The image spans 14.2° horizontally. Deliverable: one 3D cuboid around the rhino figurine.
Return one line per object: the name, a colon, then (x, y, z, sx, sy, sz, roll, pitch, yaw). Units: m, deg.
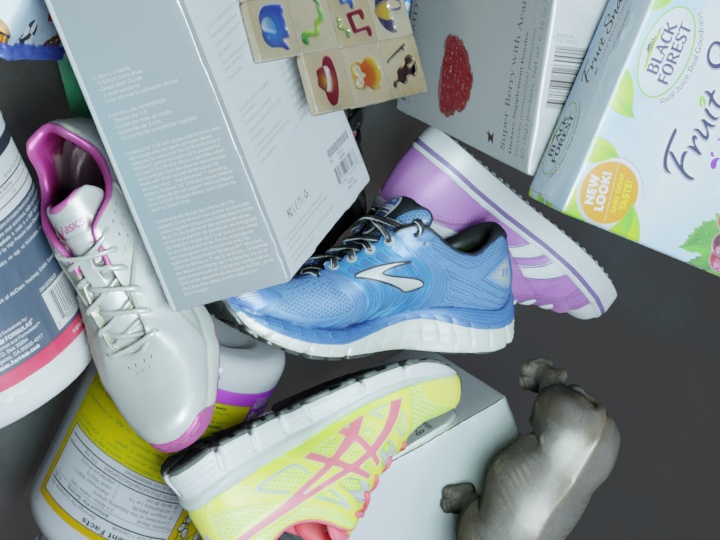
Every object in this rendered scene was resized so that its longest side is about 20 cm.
rhino figurine: (0.081, 0.151, 1.645, 0.060, 0.087, 0.201, 31, 88, -24)

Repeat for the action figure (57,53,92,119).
action figure: (-0.122, -0.042, 1.697, 0.117, 0.055, 0.201, -7, 112, -18)

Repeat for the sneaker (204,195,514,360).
sneaker: (0.000, 0.000, 1.649, 0.199, 0.078, 0.090, -3, 104, -31)

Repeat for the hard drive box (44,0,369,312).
hard drive box: (-0.082, -0.103, 1.572, 0.076, 0.156, 0.201, -14, 107, 22)

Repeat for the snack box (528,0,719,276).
snack box: (0.194, -0.105, 1.545, 0.142, 0.053, 0.201, 20, 95, -23)

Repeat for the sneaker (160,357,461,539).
sneaker: (-0.018, 0.112, 1.626, 0.199, 0.078, 0.091, -24, 92, -32)

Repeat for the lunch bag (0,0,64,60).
lunch bag: (-0.244, -0.219, 1.562, 0.199, 0.124, 0.171, 20, 96, 11)

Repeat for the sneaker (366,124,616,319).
sneaker: (0.068, 0.001, 1.764, 0.200, 0.073, 0.115, 36, 92, -40)

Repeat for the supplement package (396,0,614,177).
supplement package: (0.116, -0.126, 1.648, 0.119, 0.200, 0.122, 4, 101, -22)

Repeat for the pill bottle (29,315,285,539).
pill bottle: (-0.128, 0.110, 1.688, 0.104, 0.104, 0.201, 18, 113, -24)

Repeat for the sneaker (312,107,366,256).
sneaker: (-0.019, -0.071, 1.710, 0.076, 0.084, 0.201, 8, 103, -43)

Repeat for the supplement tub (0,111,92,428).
supplement tub: (-0.243, -0.016, 1.609, 0.140, 0.140, 0.201, -29, 111, -13)

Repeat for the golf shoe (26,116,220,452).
golf shoe: (-0.137, 0.005, 1.580, 0.075, 0.201, 0.091, -29, 154, 21)

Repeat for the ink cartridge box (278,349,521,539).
ink cartridge box: (0.036, 0.173, 1.760, 0.144, 0.145, 0.201, -27, 110, -14)

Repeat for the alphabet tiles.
alphabet tiles: (-0.020, -0.189, 1.597, 0.167, 0.008, 0.201, -15, 91, -50)

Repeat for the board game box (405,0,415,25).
board game box: (0.142, -0.176, 1.780, 0.200, 0.041, 0.200, 41, 85, -24)
